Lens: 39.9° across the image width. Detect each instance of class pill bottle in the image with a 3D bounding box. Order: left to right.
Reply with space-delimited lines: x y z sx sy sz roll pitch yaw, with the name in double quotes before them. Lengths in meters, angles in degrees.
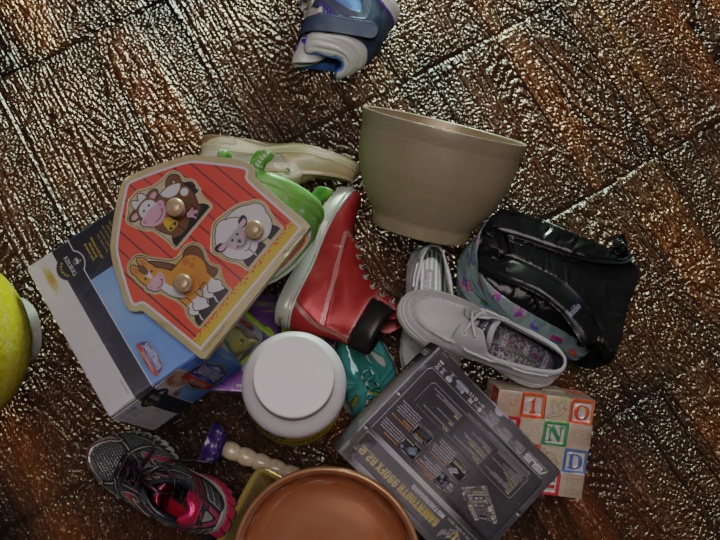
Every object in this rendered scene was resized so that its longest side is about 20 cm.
"pill bottle" -0.071 0.126 1.060 0.110 0.200 0.112 1 75 -3

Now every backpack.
"backpack" 0.213 0.019 1.175 0.199 0.127 0.168 24 57 -3

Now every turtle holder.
"turtle holder" -0.132 -0.055 1.123 0.185 0.141 0.133 13 77 34

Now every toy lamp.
"toy lamp" -0.085 0.232 1.135 0.199 0.058 0.059 19 75 1

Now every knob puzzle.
"knob puzzle" -0.180 -0.038 1.030 0.218 0.030 0.221 -2 77 10

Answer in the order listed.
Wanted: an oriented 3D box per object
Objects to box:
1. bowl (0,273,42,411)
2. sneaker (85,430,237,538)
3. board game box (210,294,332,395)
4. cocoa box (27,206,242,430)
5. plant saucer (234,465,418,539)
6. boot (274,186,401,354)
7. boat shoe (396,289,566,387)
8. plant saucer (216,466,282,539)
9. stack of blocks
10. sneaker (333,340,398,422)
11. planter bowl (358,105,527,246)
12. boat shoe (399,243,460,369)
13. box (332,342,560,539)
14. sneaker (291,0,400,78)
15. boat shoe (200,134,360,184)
"bowl" -0.424 0.075 1.108 0.107 0.200 0.201 -7 72 -50
"sneaker" -0.228 0.227 1.089 0.199 0.075 0.081 16 81 30
"board game box" -0.132 0.088 1.182 0.198 0.032 0.121 6 71 -2
"cocoa box" -0.247 0.054 1.105 0.131 0.133 0.201 -35 72 -1
"plant saucer" -0.034 0.303 1.046 0.199 0.037 0.202 0 93 6
"boot" 0.000 0.000 1.174 0.143 0.073 0.201 17 63 9
"boat shoe" 0.137 0.074 1.110 0.199 0.069 0.072 30 69 -1
"plant saucer" -0.072 0.345 1.094 0.199 0.048 0.201 29 92 3
"stack of blocks" 0.160 0.189 1.145 0.198 0.059 0.116 7 95 -5
"sneaker" 0.019 0.158 1.150 0.077 0.080 0.201 -13 77 -8
"planter bowl" 0.084 -0.108 1.180 0.199 0.200 0.136 14 102 -1
"boat shoe" 0.081 0.066 1.183 0.073 0.067 0.202 -6 78 -6
"box" 0.094 0.204 1.081 0.200 0.048 0.158 45 86 -6
"sneaker" -0.061 -0.335 1.266 0.200 0.081 0.147 38 72 0
"boat shoe" -0.100 -0.121 1.219 0.198 0.072 0.065 8 86 -1
